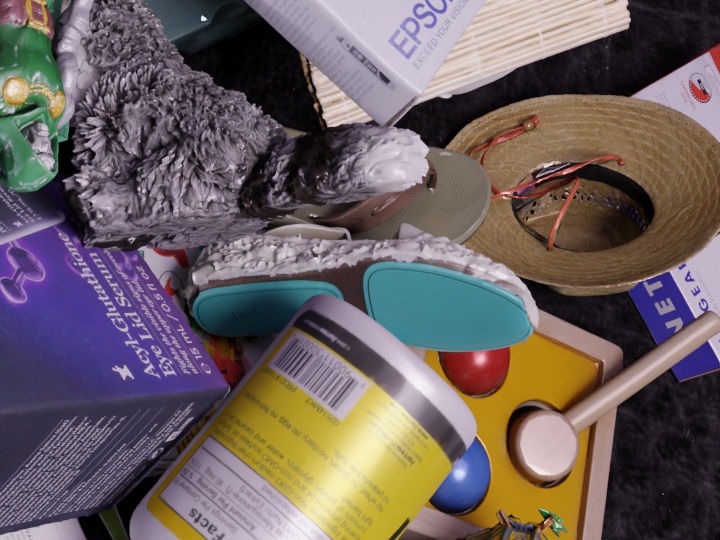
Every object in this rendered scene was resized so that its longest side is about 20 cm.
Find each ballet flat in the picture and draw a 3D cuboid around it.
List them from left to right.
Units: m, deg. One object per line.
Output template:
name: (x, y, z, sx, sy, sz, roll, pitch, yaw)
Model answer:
ballet flat: (0.000, 0.000, 0.790, 0.197, 0.072, 0.073, 3, 67, 9)

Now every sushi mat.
sushi mat: (0.057, -0.152, 0.802, 0.198, 0.012, 0.097, -21, 112, -13)

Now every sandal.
sandal: (-0.002, -0.053, 0.863, 0.199, 0.057, 0.081, 6, 65, -30)

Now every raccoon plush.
raccoon plush: (-0.067, -0.087, 0.693, 0.198, 0.097, 0.136, -8, 81, 9)

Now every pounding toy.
pounding toy: (0.091, 0.092, 0.862, 0.198, 0.142, 0.186, 24, 63, -23)

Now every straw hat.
straw hat: (0.149, -0.029, 0.962, 0.201, 0.199, 0.086, -49, 146, -34)

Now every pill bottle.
pill bottle: (-0.043, 0.121, 0.715, 0.114, 0.114, 0.200, 42, 79, -13)

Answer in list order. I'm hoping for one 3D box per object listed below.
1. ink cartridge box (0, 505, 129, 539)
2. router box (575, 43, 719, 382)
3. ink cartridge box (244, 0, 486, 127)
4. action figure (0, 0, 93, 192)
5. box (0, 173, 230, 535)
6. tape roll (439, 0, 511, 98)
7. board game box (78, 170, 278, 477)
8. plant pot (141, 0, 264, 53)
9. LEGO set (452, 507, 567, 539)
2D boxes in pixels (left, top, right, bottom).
ink cartridge box: (-0.190, 0.170, 0.708, 0.149, 0.075, 0.200, 67, 21, 4)
router box: (0.256, -0.047, 1.071, 0.179, 0.049, 0.201, -30, 91, -36)
ink cartridge box: (-0.010, -0.200, 0.704, 0.200, 0.041, 0.200, 40, 52, -8)
action figure: (-0.153, -0.131, 0.631, 0.118, 0.054, 0.202, 9, 69, -54)
box: (-0.181, 0.036, 0.662, 0.148, 0.104, 0.199, 52, 20, 17)
tape roll: (0.048, -0.216, 0.900, 0.070, 0.201, 0.205, 12, 66, -52)
board game box: (-0.094, 0.016, 0.836, 0.125, 0.035, 0.202, 1, 72, -32)
plant pot: (-0.130, -0.220, 0.811, 0.199, 0.199, 0.198, -30, 98, -36)
LEGO set: (0.067, 0.218, 0.791, 0.154, 0.200, 0.116, 43, 17, 2)
